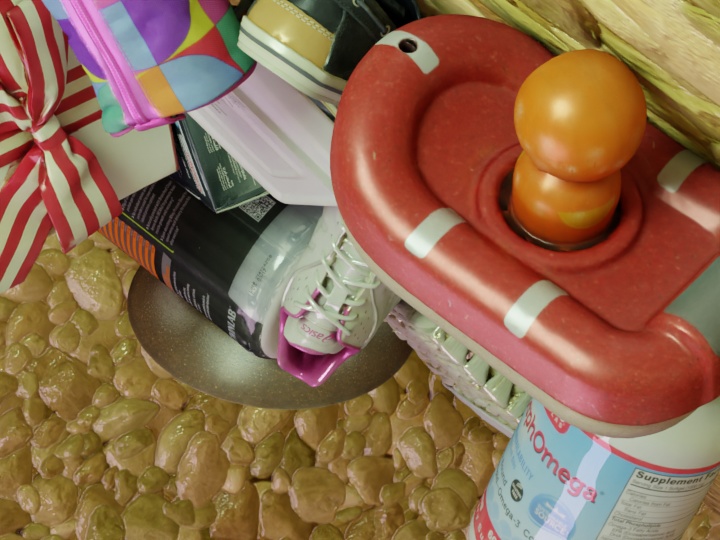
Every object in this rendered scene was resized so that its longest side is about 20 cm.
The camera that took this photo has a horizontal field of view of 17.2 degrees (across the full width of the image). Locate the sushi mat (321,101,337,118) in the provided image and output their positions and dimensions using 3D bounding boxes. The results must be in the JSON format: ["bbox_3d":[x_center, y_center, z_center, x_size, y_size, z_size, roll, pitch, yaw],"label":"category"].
[{"bbox_3d":[0.017,-0.063,1.161,0.095,0.012,0.200,29,-169,-26],"label":"sushi mat"}]

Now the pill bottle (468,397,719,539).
[{"bbox_3d":[0.140,0.093,1.285,0.108,0.201,0.109,15,-145,-11],"label":"pill bottle"}]

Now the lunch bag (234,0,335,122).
[{"bbox_3d":[-0.002,-0.093,1.403,0.160,0.077,0.200,39,179,-24],"label":"lunch bag"}]

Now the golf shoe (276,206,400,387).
[{"bbox_3d":[0.000,0.000,1.317,0.075,0.092,0.200,28,152,4],"label":"golf shoe"}]

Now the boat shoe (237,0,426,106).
[{"bbox_3d":[0.002,-0.113,1.138,0.074,0.062,0.200,34,-171,16],"label":"boat shoe"}]

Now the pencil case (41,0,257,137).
[{"bbox_3d":[-0.124,-0.157,1.074,0.201,0.088,0.088,59,170,-22],"label":"pencil case"}]

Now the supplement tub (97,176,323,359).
[{"bbox_3d":[-0.096,-0.045,1.527,0.200,0.123,0.123,38,179,21],"label":"supplement tub"}]

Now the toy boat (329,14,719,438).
[{"bbox_3d":[0.081,-0.038,0.948,0.200,0.130,0.131,36,148,21],"label":"toy boat"}]

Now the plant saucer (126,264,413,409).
[{"bbox_3d":[-0.057,0.014,1.603,0.200,0.200,0.037,36,136,30],"label":"plant saucer"}]

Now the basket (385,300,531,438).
[{"bbox_3d":[0.093,0.014,1.443,0.123,0.136,0.200,42,176,-20],"label":"basket"}]

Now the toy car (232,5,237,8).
[{"bbox_3d":[-0.061,-0.097,1.658,0.199,0.159,0.164,19,178,44],"label":"toy car"}]

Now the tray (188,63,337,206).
[{"bbox_3d":[-0.070,-0.092,1.203,0.200,0.022,0.107,44,160,-26],"label":"tray"}]

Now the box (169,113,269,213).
[{"bbox_3d":[-0.118,-0.146,1.370,0.159,0.046,0.201,35,146,63],"label":"box"}]

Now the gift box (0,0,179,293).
[{"bbox_3d":[-0.221,-0.103,1.307,0.187,0.199,0.185,42,156,39],"label":"gift box"}]
